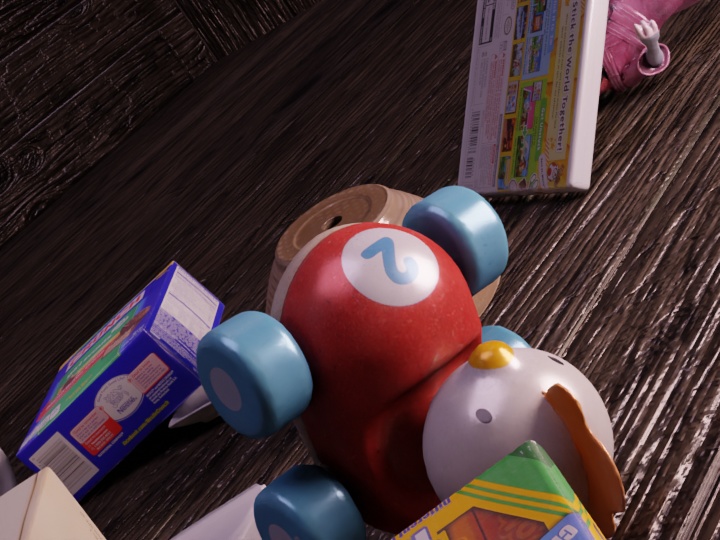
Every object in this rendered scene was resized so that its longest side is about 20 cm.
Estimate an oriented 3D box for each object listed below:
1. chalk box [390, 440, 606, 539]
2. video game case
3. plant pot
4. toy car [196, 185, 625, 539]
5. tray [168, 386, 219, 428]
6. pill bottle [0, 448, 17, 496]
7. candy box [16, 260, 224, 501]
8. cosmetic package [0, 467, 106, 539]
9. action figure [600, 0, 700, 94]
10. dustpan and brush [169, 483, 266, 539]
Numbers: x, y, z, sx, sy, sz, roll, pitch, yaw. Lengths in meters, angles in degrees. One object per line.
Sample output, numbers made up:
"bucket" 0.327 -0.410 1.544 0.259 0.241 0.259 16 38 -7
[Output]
"chalk box" 0.060 0.169 0.420 0.124 0.124 0.200 -35 16 2
"video game case" 0.144 -0.164 1.127 0.182 0.023 0.202 2 85 65
"plant pot" 0.000 0.000 1.020 0.199 0.093 0.201 -24 26 13
"toy car" 0.056 0.066 0.674 0.184 0.178 0.199 -32 25 -33
"tray" -0.071 0.071 1.144 0.199 0.022 0.108 -31 18 18
"pill bottle" -0.426 0.232 1.247 0.199 0.116 0.116 -29 17 21
"candy box" -0.215 0.096 1.231 0.169 0.077 0.200 -43 12 12
"cosmetic package" -0.212 0.222 0.866 0.073 0.104 0.200 -33 17 2
"action figure" 0.238 -0.225 1.197 0.134 0.148 0.201 39 105 33
"dustpan and brush" -0.101 0.213 0.777 0.139 0.057 0.200 -34 10 6
